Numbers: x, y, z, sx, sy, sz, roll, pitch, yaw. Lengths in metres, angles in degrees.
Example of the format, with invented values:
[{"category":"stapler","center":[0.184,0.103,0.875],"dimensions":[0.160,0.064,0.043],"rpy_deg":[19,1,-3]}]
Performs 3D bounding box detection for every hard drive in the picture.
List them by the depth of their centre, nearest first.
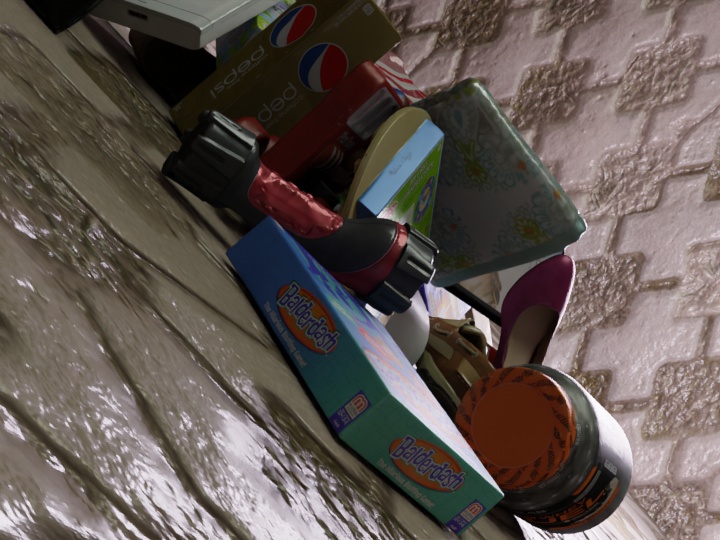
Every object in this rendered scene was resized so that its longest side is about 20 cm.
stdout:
[{"category":"hard drive","center":[-0.147,-0.261,1.448],"dimensions":[0.132,0.027,0.200],"rpy_deg":[21,34,20]}]

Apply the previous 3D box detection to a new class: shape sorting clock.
[{"category":"shape sorting clock","center":[0.018,-0.035,1.282],"dimensions":[0.039,0.200,0.200],"rpy_deg":[20,-4,17]}]

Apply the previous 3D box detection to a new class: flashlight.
[{"category":"flashlight","center":[-0.039,-0.044,1.140],"dimensions":[0.200,0.068,0.068],"rpy_deg":[35,-16,-20]}]

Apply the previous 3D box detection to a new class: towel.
[{"category":"towel","center":[0.078,-0.070,1.399],"dimensions":[0.171,0.200,0.048],"rpy_deg":[48,50,-21]},{"category":"towel","center":[0.019,-0.186,1.486],"dimensions":[0.144,0.023,0.200],"rpy_deg":[33,16,-36]}]

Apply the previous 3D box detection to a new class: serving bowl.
[{"category":"serving bowl","center":[0.000,0.000,1.469],"dimensions":[0.200,0.066,0.200],"rpy_deg":[49,4,-4]}]

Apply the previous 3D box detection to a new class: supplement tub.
[{"category":"supplement tub","center":[0.153,0.150,1.338],"dimensions":[0.123,0.123,0.200],"rpy_deg":[51,6,26]}]

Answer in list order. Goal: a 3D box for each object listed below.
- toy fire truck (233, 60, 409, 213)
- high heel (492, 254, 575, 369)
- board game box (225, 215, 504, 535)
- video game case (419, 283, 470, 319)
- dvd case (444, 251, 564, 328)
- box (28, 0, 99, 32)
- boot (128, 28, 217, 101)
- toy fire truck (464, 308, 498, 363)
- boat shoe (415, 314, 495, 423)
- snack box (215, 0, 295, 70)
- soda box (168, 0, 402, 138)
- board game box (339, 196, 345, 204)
[{"category":"toy fire truck","center":[-0.029,-0.090,1.292],"dimensions":[0.112,0.168,0.200],"rpy_deg":[50,5,10]},{"category":"high heel","center":[0.166,0.084,1.533],"dimensions":[0.067,0.200,0.096],"rpy_deg":[20,13,-31]},{"category":"board game box","center":[0.001,0.069,1.064],"dimensions":[0.152,0.045,0.200],"rpy_deg":[45,7,-44]},{"category":"video game case","center":[0.088,-0.052,1.676],"dimensions":[0.045,0.181,0.200],"rpy_deg":[7,-58,32]},{"category":"dvd case","center":[0.134,-0.024,1.623],"dimensions":[0.200,0.143,0.018],"rpy_deg":[33,-31,-34]},{"category":"box","center":[-0.200,-0.280,1.266],"dimensions":[0.086,0.164,0.200],"rpy_deg":[47,4,-12]},{"category":"boot","center":[-0.145,-0.174,1.532],"dimensions":[0.200,0.074,0.075],"rpy_deg":[42,-1,-37]},{"category":"toy fire truck","center":[0.145,0.109,1.695],"dimensions":[0.200,0.129,0.176],"rpy_deg":[38,-1,30]},{"category":"boat shoe","center":[0.091,0.084,1.537],"dimensions":[0.076,0.074,0.200],"rpy_deg":[55,3,-22]},{"category":"snack box","center":[-0.059,-0.209,1.545],"dimensions":[0.169,0.068,0.200],"rpy_deg":[35,24,-25]},{"category":"soda box","center":[-0.066,-0.169,1.376],"dimensions":[0.064,0.200,0.068],"rpy_deg":[46,6,-36]},{"category":"board game box","center":[-0.037,-0.086,1.604],"dimensions":[0.200,0.048,0.102],"rpy_deg":[50,-35,14]}]
